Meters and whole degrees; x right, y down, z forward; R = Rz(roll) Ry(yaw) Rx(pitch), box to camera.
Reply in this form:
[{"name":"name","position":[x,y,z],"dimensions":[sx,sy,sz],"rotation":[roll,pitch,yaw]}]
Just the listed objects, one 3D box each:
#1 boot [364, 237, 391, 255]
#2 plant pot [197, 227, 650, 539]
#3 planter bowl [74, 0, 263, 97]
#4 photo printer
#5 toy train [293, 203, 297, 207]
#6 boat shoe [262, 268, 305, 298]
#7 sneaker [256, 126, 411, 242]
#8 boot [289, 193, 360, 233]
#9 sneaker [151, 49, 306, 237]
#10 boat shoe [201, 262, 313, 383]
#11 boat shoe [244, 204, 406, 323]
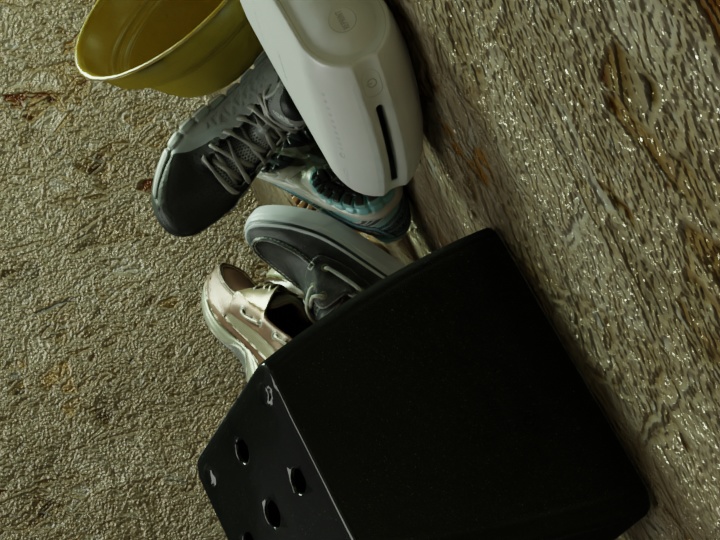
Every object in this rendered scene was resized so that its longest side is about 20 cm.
[{"name":"boot","position":[0.000,0.001,1.361],"dimensions":[0.201,0.071,0.144],"rotation":[37,170,35]},{"name":"plant pot","position":[0.017,0.123,0.936],"dimensions":[0.201,0.176,0.200],"rotation":[62,144,21]},{"name":"planter bowl","position":[-0.131,-0.203,1.252],"dimensions":[0.084,0.200,0.201],"rotation":[46,-175,-34]},{"name":"photo printer","position":[-0.024,-0.153,0.996],"dimensions":[0.201,0.069,0.167],"rotation":[61,174,27]},{"name":"toy train","position":[-0.052,-0.059,1.507],"dimensions":[0.034,0.046,0.200],"rotation":[34,-158,-8]},{"name":"boat shoe","position":[-0.021,0.066,1.305],"dimensions":[0.202,0.075,0.075],"rotation":[33,168,34]},{"name":"sneaker","position":[-0.037,-0.077,1.264],"dimensions":[0.199,0.078,0.087],"rotation":[34,165,40]},{"name":"boot","position":[-0.029,-0.092,1.433],"dimensions":[0.107,0.075,0.200],"rotation":[38,-169,-51]},{"name":"sneaker","position":[-0.082,-0.109,1.174],"dimensions":[0.075,0.201,0.115],"rotation":[40,173,-18]},{"name":"boat shoe","position":[-0.070,0.048,1.271],"dimensions":[0.075,0.072,0.200],"rotation":[17,-157,-39]},{"name":"boat shoe","position":[-0.014,0.014,1.223],"dimensions":[0.199,0.071,0.072],"rotation":[26,150,14]}]
